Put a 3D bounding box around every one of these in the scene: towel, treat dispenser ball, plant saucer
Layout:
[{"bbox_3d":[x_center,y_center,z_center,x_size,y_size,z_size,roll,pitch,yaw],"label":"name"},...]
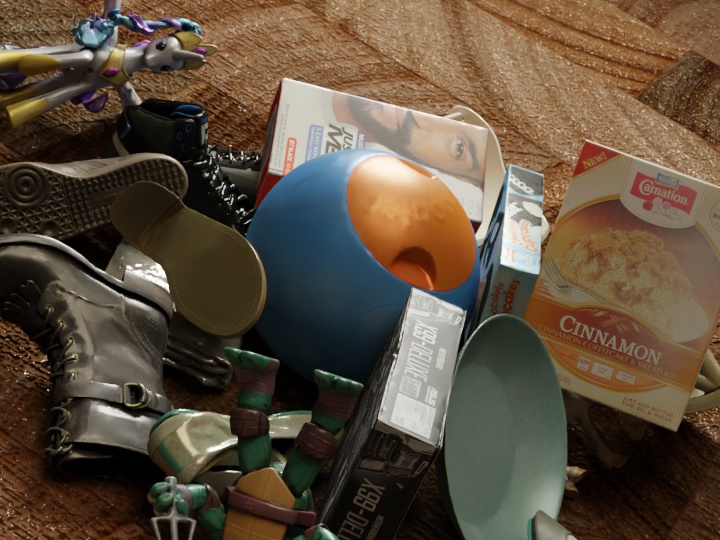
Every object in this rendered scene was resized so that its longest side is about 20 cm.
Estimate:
[{"bbox_3d":[-0.153,0.022,1.439,0.132,0.035,0.200,25,27,-5],"label":"towel"},{"bbox_3d":[0.000,0.000,1.422,0.199,0.202,0.201,19,28,-11],"label":"treat dispenser ball"},{"bbox_3d":[0.102,0.135,1.339,0.038,0.203,0.201,-3,11,33],"label":"plant saucer"}]

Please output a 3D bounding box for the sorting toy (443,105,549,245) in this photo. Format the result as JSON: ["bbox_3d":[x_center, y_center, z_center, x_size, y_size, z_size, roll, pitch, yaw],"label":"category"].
[{"bbox_3d":[0.083,-0.063,1.659,0.180,0.108,0.199,33,36,33],"label":"sorting toy"}]

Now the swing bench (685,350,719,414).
[{"bbox_3d":[0.268,0.051,1.563,0.200,0.130,0.199,41,6,9],"label":"swing bench"}]

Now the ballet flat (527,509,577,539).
[{"bbox_3d":[0.161,0.249,1.266,0.063,0.068,0.201,-17,30,14],"label":"ballet flat"}]

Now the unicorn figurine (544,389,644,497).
[{"bbox_3d":[0.173,0.122,1.490,0.137,0.074,0.199,45,31,25],"label":"unicorn figurine"}]

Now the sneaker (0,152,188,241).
[{"bbox_3d":[-0.250,-0.060,1.468,0.198,0.071,0.075,-6,3,-19],"label":"sneaker"}]

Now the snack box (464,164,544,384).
[{"bbox_3d":[0.122,0.003,1.460,0.037,0.117,0.200,16,27,-1],"label":"snack box"}]

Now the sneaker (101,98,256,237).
[{"bbox_3d":[-0.139,-0.083,1.545,0.199,0.112,0.073,27,29,4],"label":"sneaker"}]

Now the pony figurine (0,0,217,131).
[{"bbox_3d":[-0.247,-0.193,1.599,0.199,0.168,0.193,-16,18,-16],"label":"pony figurine"}]

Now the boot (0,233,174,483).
[{"bbox_3d":[-0.215,0.069,1.253,0.199,0.069,0.175,15,45,-20],"label":"boot"}]

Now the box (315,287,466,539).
[{"bbox_3d":[0.017,0.128,1.264,0.049,0.158,0.200,23,27,-3],"label":"box"}]

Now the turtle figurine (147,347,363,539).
[{"bbox_3d":[-0.068,0.161,1.149,0.149,0.202,0.101,14,-5,-3],"label":"turtle figurine"}]

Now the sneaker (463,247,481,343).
[{"bbox_3d":[0.111,0.033,1.616,0.086,0.075,0.200,14,21,4],"label":"sneaker"}]

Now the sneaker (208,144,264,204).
[{"bbox_3d":[-0.105,-0.089,1.620,0.199,0.080,0.074,25,29,3],"label":"sneaker"}]

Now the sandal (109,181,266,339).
[{"bbox_3d":[-0.125,0.002,1.389,0.212,0.078,0.070,41,-9,42],"label":"sandal"}]

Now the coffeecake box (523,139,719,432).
[{"bbox_3d":[0.228,0.012,1.431,0.152,0.201,0.073,20,4,11],"label":"coffeecake box"}]

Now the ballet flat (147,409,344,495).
[{"bbox_3d":[-0.074,0.142,1.251,0.199,0.068,0.062,6,37,-49],"label":"ballet flat"}]

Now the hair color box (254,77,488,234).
[{"bbox_3d":[0.012,-0.093,1.553,0.198,0.064,0.112,13,55,-10],"label":"hair color box"}]
